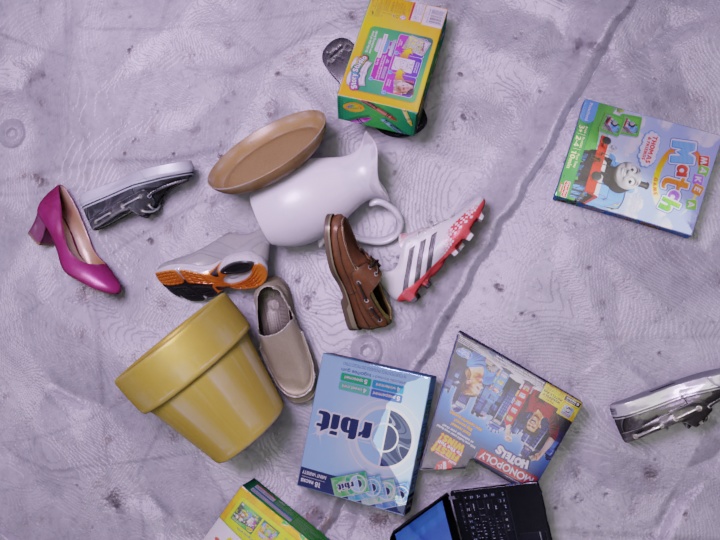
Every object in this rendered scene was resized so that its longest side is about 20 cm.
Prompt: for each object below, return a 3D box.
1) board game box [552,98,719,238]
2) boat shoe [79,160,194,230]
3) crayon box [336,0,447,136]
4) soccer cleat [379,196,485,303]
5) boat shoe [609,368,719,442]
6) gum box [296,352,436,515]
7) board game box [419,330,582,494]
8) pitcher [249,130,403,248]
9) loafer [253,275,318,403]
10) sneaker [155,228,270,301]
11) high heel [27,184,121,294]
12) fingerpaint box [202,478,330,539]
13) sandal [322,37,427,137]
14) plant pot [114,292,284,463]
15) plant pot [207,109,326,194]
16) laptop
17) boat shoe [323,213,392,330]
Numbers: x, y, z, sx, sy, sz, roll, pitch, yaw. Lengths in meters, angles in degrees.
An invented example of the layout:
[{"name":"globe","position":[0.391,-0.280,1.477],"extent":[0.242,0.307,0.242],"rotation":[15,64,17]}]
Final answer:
[{"name":"board game box","position":[0.399,-0.148,1.162],"extent":[0.200,0.037,0.152],"rotation":[17,88,8]},{"name":"boat shoe","position":[-0.344,-0.116,1.260],"extent":[0.200,0.072,0.071],"rotation":[-18,93,17]},{"name":"crayon box","position":[0.048,-0.305,1.177],"extent":[0.118,0.058,0.200],"rotation":[14,66,7]},{"name":"soccer cleat","position":[0.103,-0.042,1.184],"extent":[0.085,0.069,0.200],"rotation":[41,97,5]},{"name":"boat shoe","position":[0.454,0.186,1.119],"extent":[0.200,0.071,0.064],"rotation":[-22,82,14]},{"name":"gum box","position":[0.009,0.236,1.177],"extent":[0.170,0.045,0.201],"rotation":[11,88,18]},{"name":"board game box","position":[0.180,0.222,1.156],"extent":[0.200,0.062,0.200],"rotation":[30,93,8]},{"name":"pitcher","position":[-0.047,-0.092,1.192],"extent":[0.200,0.121,0.172],"rotation":[-23,106,3]},{"name":"loafer","position":[-0.120,0.105,1.205],"extent":[0.076,0.068,0.200],"rotation":[-21,83,6]},{"name":"sneaker","position":[-0.221,-0.014,1.236],"extent":[0.200,0.076,0.092],"rotation":[-7,46,22]},{"name":"high heel","position":[-0.438,-0.047,1.259],"extent":[0.200,0.067,0.096],"rotation":[35,102,12]},{"name":"fingerpaint box","position":[-0.137,0.439,1.182],"extent":[0.200,0.073,0.167],"rotation":[36,91,9]},{"name":"sandal","position":[0.015,-0.276,1.224],"extent":[0.200,0.043,0.076],"rotation":[42,93,9]},{"name":"plant pot","position":[-0.218,0.166,1.161],"extent":[0.201,0.201,0.189],"rotation":[-37,96,4]},{"name":"plant pot","position":[-0.134,-0.171,1.183],"extent":[0.200,0.200,0.028],"rotation":[-28,118,6]},{"name":"laptop","position":[0.163,0.402,1.102],"extent":[0.200,0.103,0.178],"rotation":[-11,103,16]},{"name":"boat shoe","position":[0.000,0.000,1.155],"extent":[0.068,0.072,0.200],"rotation":[-4,129,17]}]
